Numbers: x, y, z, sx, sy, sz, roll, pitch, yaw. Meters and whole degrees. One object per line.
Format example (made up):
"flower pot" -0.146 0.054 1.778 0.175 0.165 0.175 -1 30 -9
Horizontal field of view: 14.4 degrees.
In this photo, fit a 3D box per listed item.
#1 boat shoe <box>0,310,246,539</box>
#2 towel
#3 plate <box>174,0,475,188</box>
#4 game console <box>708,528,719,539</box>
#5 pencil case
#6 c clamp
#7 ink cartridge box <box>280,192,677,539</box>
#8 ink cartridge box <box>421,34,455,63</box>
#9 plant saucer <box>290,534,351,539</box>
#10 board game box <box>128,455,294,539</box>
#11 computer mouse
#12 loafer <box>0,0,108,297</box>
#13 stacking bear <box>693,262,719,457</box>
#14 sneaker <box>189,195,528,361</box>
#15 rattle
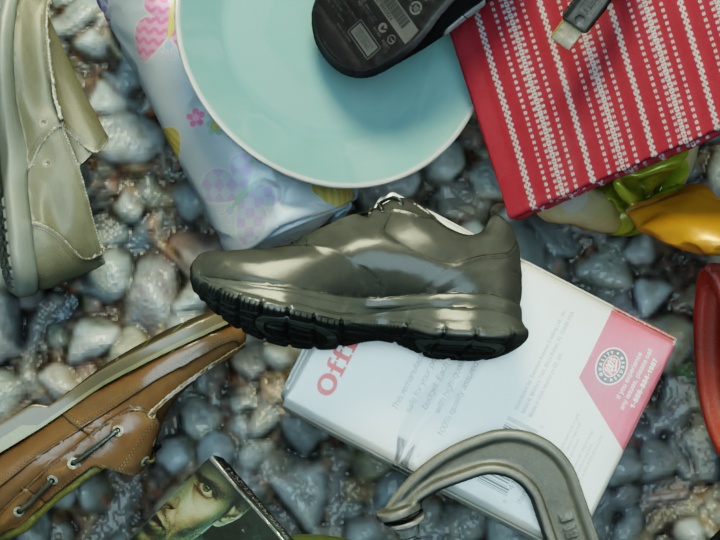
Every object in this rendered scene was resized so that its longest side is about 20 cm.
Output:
"boat shoe" -0.148 0.092 1.729 0.199 0.072 0.068 -30 90 5
"towel" 0.144 -0.127 1.661 0.199 0.022 0.146 -22 81 33
"plate" -0.018 -0.144 1.712 0.199 0.026 0.202 4 76 -18
"game console" 0.270 0.187 1.662 0.116 0.176 0.200 48 111 18
"pencil case" -0.081 -0.104 1.738 0.090 0.083 0.201 -28 85 1
"c clamp" 0.067 0.198 1.678 0.170 0.027 0.202 -12 98 7
"ink cartridge box" 0.069 0.062 1.728 0.199 0.083 0.147 27 84 0
"ink cartridge box" 0.090 -0.203 1.775 0.198 0.043 0.200 15 84 -2
"plant saucer" -0.031 0.261 1.732 0.198 0.031 0.202 0 85 -2
"board game box" -0.069 0.227 1.692 0.135 0.028 0.200 -46 68 5
"computer mouse" 0.074 -0.168 1.663 0.200 0.046 0.141 -46 70 14
"loafer" -0.191 -0.085 1.746 0.069 0.075 0.202 -4 89 -14
"stacking bear" 0.313 0.055 1.727 0.198 0.122 0.114 -8 126 -13
"sneaker" 0.000 0.000 1.661 0.198 0.076 0.092 6 75 -8
"rattle" 0.173 -0.119 1.708 0.129 0.143 0.202 11 92 -13
